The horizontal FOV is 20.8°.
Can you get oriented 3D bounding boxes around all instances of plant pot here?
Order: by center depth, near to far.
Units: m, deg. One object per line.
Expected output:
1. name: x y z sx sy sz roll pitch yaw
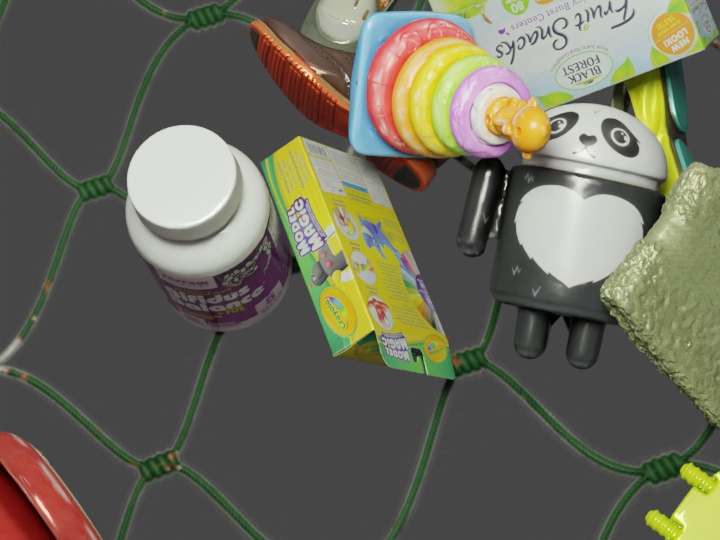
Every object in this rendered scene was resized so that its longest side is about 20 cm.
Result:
1. plant pot: -0.281 0.236 1.444 0.182 0.201 0.201 -34 69 -17

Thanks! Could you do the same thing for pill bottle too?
1. pill bottle: -0.119 -0.033 1.516 0.111 0.200 0.113 -3 69 7

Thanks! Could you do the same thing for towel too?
1. towel: 0.275 0.031 1.478 0.200 0.036 0.149 44 74 -23

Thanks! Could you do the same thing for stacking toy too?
1. stacking toy: 0.085 -0.125 1.476 0.109 0.200 0.117 -2 106 -31

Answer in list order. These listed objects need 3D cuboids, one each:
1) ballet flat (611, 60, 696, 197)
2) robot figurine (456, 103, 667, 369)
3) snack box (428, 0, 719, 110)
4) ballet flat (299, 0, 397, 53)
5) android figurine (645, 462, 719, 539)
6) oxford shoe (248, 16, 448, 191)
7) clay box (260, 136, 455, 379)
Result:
1. ballet flat: 0.239 -0.099 1.580 0.067 0.067 0.201 -18 64 22
2. robot figurine: 0.167 -0.028 1.505 0.149 0.125 0.202 11 91 -32
3. snack box: 0.164 -0.210 1.553 0.199 0.053 0.143 -20 101 29
4. ballet flat: 0.006 -0.246 1.654 0.067 0.064 0.200 33 77 16
5. android figurine: 0.307 0.224 1.457 0.200 0.041 0.182 38 78 16
6. oxford shoe: -0.005 -0.151 1.618 0.200 0.071 0.073 39 72 4
7. clay box: 0.000 0.000 1.534 0.047 0.115 0.201 -31 66 25
